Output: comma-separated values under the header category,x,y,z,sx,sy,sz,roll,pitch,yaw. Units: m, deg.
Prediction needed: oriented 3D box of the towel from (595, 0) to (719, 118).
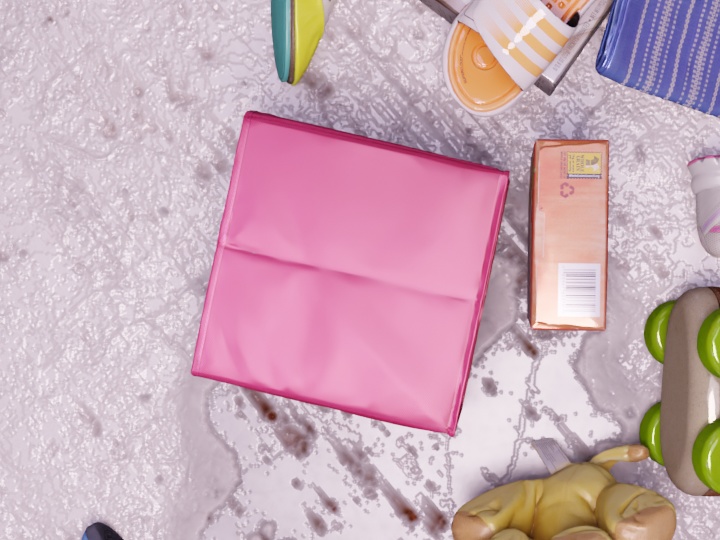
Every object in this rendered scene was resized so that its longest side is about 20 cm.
category,x,y,z,sx,sy,sz,roll,pitch,yaw
towel,0.276,-0.194,1.259,0.199,0.024,0.146,14,94,-28

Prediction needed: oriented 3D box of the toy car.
category,x,y,z,sx,sy,sz,roll,pitch,yaw
toy car,0.332,0.094,1.250,0.198,0.164,0.159,2,91,-7

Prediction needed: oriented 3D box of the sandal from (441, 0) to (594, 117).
category,x,y,z,sx,sy,sz,roll,pitch,yaw
sandal,0.136,-0.209,1.225,0.079,0.059,0.207,40,94,2

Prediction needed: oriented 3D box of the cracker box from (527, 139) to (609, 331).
category,x,y,z,sx,sy,sz,roll,pitch,yaw
cracker box,0.155,-0.025,1.236,0.057,0.200,0.135,1,91,5

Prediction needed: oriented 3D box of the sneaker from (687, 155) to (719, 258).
category,x,y,z,sx,sy,sz,roll,pitch,yaw
sneaker,0.352,-0.038,1.281,0.198,0.081,0.089,6,93,14

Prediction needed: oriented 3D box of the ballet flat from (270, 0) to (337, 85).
category,x,y,z,sx,sy,sz,roll,pitch,yaw
ballet flat,-0.046,-0.253,1.326,0.066,0.067,0.202,-8,88,-15

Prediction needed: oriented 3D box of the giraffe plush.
category,x,y,z,sx,sy,sz,roll,pitch,yaw
giraffe plush,0.167,0.242,1.266,0.171,0.200,0.164,-10,108,11

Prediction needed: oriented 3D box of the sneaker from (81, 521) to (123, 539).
category,x,y,z,sx,sy,sz,roll,pitch,yaw
sneaker,-0.192,0.308,1.344,0.078,0.066,0.201,-28,88,9

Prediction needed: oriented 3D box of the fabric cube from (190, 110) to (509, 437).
category,x,y,z,sx,sy,sz,roll,pitch,yaw
fabric cube,0.000,0.000,1.254,0.197,0.196,0.202,12,91,6

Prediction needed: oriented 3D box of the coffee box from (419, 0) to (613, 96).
category,x,y,z,sx,sy,sz,roll,pitch,yaw
coffee box,0.104,-0.245,1.298,0.199,0.080,0.115,36,93,4
